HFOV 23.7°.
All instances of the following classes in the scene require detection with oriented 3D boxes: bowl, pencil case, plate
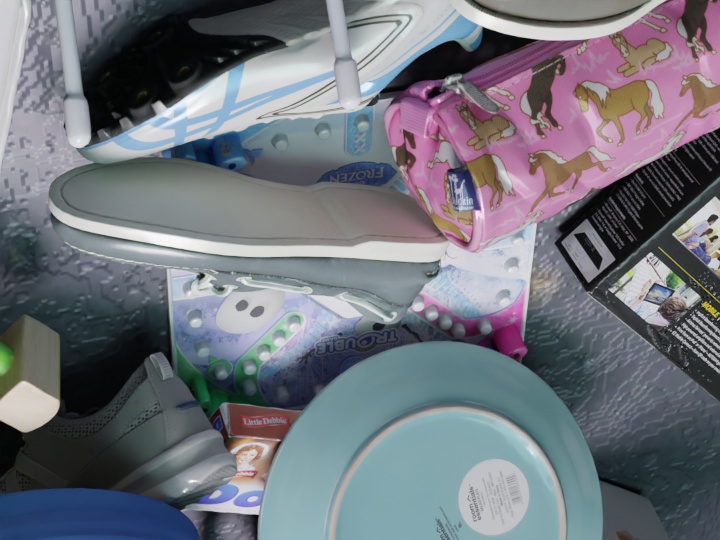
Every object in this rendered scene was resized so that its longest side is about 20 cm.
[{"bbox_3d":[-0.170,0.163,0.849,0.200,0.039,0.201,-11,151,-6],"label":"bowl"},{"bbox_3d":[0.113,-0.084,0.804,0.200,0.083,0.087,-26,175,-13],"label":"pencil case"},{"bbox_3d":[0.044,0.138,0.910,0.200,0.026,0.201,0,91,-18],"label":"plate"}]

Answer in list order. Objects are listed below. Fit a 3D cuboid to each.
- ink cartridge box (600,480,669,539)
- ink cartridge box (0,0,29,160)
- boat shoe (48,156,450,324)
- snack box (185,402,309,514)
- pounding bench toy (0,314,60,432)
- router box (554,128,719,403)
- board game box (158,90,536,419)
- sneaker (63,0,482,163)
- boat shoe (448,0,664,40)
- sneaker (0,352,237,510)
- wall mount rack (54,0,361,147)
[{"bbox_3d":[0.135,0.242,1.024,0.083,0.200,0.145,23,118,-30],"label":"ink cartridge box"},{"bbox_3d":[-0.241,-0.073,0.646,0.200,0.084,0.145,-10,147,-28],"label":"ink cartridge box"},{"bbox_3d":[-0.052,-0.007,0.799,0.200,0.073,0.062,4,123,-29],"label":"boat shoe"},{"bbox_3d":[-0.008,0.112,0.958,0.200,0.024,0.072,10,136,-35],"label":"snack box"},{"bbox_3d":[-0.249,0.033,0.759,0.200,0.124,0.156,-23,132,-1],"label":"pounding bench toy"},{"bbox_3d":[0.225,-0.004,0.950,0.149,0.051,0.200,-42,130,14],"label":"router box"},{"bbox_3d":[0.000,0.000,0.889,0.199,0.026,0.200,-9,131,-13],"label":"board game box"},{"bbox_3d":[-0.036,-0.089,0.771,0.200,0.072,0.073,-23,126,1],"label":"sneaker"},{"bbox_3d":[0.130,-0.151,0.743,0.201,0.072,0.060,-13,154,-20],"label":"boat shoe"},{"bbox_3d":[-0.156,0.109,0.903,0.200,0.082,0.075,-27,169,22],"label":"sneaker"},{"bbox_3d":[-0.070,-0.149,0.695,0.199,0.075,0.174,-8,124,-7],"label":"wall mount rack"}]
